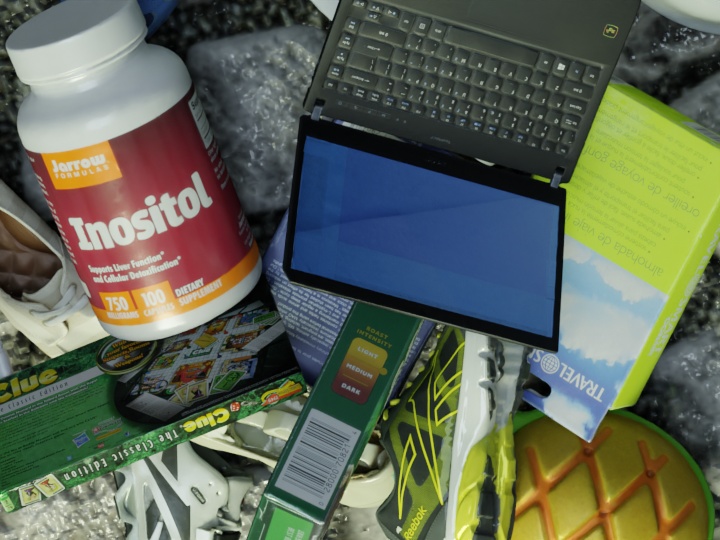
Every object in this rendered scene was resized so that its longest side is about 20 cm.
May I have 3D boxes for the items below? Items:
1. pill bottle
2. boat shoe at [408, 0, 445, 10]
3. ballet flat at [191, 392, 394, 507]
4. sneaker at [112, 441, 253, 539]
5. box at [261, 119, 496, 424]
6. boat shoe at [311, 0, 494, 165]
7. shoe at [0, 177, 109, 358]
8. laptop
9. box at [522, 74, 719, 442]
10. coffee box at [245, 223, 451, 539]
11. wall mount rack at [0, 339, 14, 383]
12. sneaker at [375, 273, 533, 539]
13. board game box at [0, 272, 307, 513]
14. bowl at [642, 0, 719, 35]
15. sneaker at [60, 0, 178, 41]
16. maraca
[{"bbox_3d":[-0.144,-0.067,1.613,0.113,0.113,0.200,-17,112,11],"label":"pill bottle"},{"bbox_3d":[0.040,-0.188,1.567,0.200,0.071,0.070,7,92,-15],"label":"boat shoe"},{"bbox_3d":[-0.062,0.090,1.645,0.200,0.069,0.070,22,103,2],"label":"ballet flat"},{"bbox_3d":[-0.108,0.169,1.694,0.088,0.074,0.200,-13,95,7],"label":"sneaker"},{"bbox_3d":[0.000,0.000,1.666,0.121,0.032,0.200,29,105,2],"label":"box"},{"bbox_3d":[0.030,-0.154,1.610,0.200,0.074,0.067,44,104,-2],"label":"boat shoe"},{"bbox_3d":[-0.222,-0.003,1.688,0.070,0.053,0.200,-42,93,14],"label":"shoe"},{"bbox_3d":[0.061,-0.080,1.527,0.177,0.103,0.200,15,111,-15],"label":"laptop"},{"bbox_3d":[0.149,-0.009,1.615,0.122,0.048,0.200,32,105,24],"label":"box"},{"bbox_3d":[-0.009,0.082,1.555,0.044,0.123,0.200,24,61,2],"label":"coffee box"},{"bbox_3d":[-0.310,0.006,1.668,0.200,0.075,0.174,-17,129,38],"label":"wall mount rack"},{"bbox_3d":[0.051,0.080,1.585,0.084,0.074,0.200,2,79,25],"label":"sneaker"},{"bbox_3d":[-0.138,0.075,1.616,0.200,0.105,0.023,-22,132,-1],"label":"board game box"},{"bbox_3d":[0.229,-0.235,1.557,0.201,0.090,0.202,2,102,8],"label":"bowl"},{"bbox_3d":[-0.125,-0.214,1.618,0.074,0.082,0.200,39,106,-2],"label":"sneaker"},{"bbox_3d":[0.125,0.146,1.634,0.200,0.107,0.137,19,80,-1],"label":"maraca"}]
